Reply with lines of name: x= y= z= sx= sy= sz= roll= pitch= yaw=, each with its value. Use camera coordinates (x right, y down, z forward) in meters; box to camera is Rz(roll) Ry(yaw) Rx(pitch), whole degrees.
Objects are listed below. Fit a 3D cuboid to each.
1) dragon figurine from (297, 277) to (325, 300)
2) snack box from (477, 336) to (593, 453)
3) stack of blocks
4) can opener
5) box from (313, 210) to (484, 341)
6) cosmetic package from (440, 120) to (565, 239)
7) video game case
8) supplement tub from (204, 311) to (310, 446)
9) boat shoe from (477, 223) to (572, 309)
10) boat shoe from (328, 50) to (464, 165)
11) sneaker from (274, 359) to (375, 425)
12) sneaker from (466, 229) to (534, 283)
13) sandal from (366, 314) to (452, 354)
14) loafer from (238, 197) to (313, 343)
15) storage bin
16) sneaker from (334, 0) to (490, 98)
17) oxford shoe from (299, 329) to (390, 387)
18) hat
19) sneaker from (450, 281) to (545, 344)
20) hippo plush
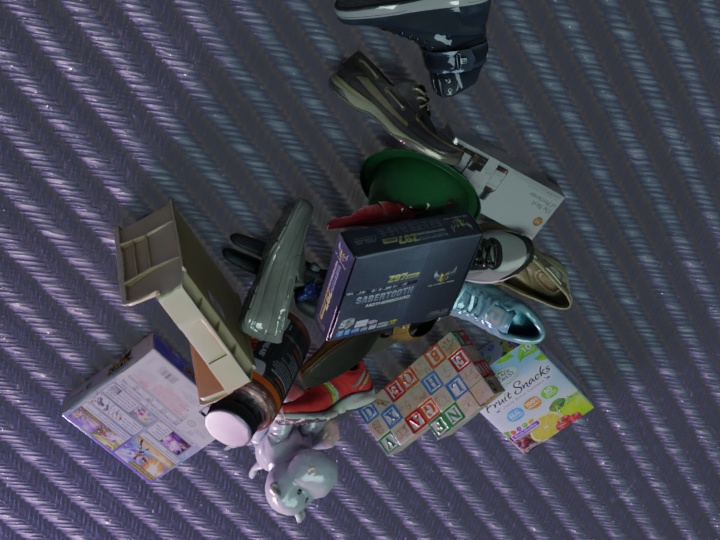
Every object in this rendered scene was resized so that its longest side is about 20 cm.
dragon figurine: x=0.000 y=0.000 z=1.687 sx=0.199 sy=0.099 sz=0.059 roll=-35 pitch=88 yaw=-14
snack box: x=0.256 y=0.188 z=1.943 sx=0.142 sy=0.053 sz=0.200 roll=-37 pitch=124 yaw=14
stack of blocks: x=0.107 y=0.198 z=1.876 sx=0.200 sy=0.116 sz=0.058 roll=-41 pitch=164 yaw=19
can opener: x=-0.100 y=0.003 z=1.733 sx=0.199 sy=0.079 sz=0.064 roll=32 pitch=108 yaw=-15
box: x=0.048 y=0.007 z=1.599 sx=0.198 sy=0.051 sz=0.159 roll=-11 pitch=139 yaw=-29
cosmetic package: x=0.181 y=-0.121 z=1.704 sx=0.198 sy=0.051 sz=0.083 roll=24 pitch=119 yaw=-26
video game case: x=-0.313 y=0.209 z=1.848 sx=0.180 sy=0.046 sz=0.200 roll=-35 pitch=125 yaw=13
supplement tub: x=-0.148 y=0.151 z=1.730 sx=0.105 sy=0.201 sz=0.108 roll=11 pitch=132 yaw=13
boat shoe: x=0.231 y=-0.005 z=1.790 sx=0.198 sy=0.063 sz=0.074 roll=23 pitch=119 yaw=-25
boat shoe: x=0.053 y=-0.207 z=1.560 sx=0.199 sy=0.074 sz=0.074 roll=35 pitch=99 yaw=4
sneaker: x=-0.061 y=0.176 z=1.820 sx=0.076 sy=0.199 sz=0.086 roll=-12 pitch=92 yaw=41
sneaker: x=0.144 y=-0.016 z=1.712 sx=0.197 sy=0.079 sz=0.075 roll=-4 pitch=92 yaw=4
sandal: x=0.084 y=0.072 z=1.822 sx=0.197 sy=0.055 sz=0.082 roll=-20 pitch=128 yaw=2
loafer: x=-0.103 y=0.000 z=1.677 sx=0.069 sy=0.070 sz=0.203 roll=23 pitch=83 yaw=-18
storage bin: x=-0.234 y=0.045 z=1.649 sx=0.093 sy=0.199 sz=0.201 roll=-27 pitch=126 yaw=5
sneaker: x=0.067 y=-0.284 z=1.545 sx=0.199 sy=0.077 sz=0.148 roll=-6 pitch=124 yaw=-8
oxford shoe: x=-0.019 y=0.088 z=1.781 sx=0.200 sy=0.071 sz=0.072 roll=-42 pitch=151 yaw=-8
hat: x=0.045 y=-0.045 z=1.618 sx=0.198 sy=0.178 sz=0.166 roll=26 pitch=147 yaw=-8
sneaker: x=0.186 y=0.052 z=1.779 sx=0.198 sy=0.082 sz=0.075 roll=19 pitch=97 yaw=-21
hippo plush: x=-0.117 y=0.280 z=1.866 sx=0.198 sy=0.162 sz=0.160 roll=-29 pitch=127 yaw=10
